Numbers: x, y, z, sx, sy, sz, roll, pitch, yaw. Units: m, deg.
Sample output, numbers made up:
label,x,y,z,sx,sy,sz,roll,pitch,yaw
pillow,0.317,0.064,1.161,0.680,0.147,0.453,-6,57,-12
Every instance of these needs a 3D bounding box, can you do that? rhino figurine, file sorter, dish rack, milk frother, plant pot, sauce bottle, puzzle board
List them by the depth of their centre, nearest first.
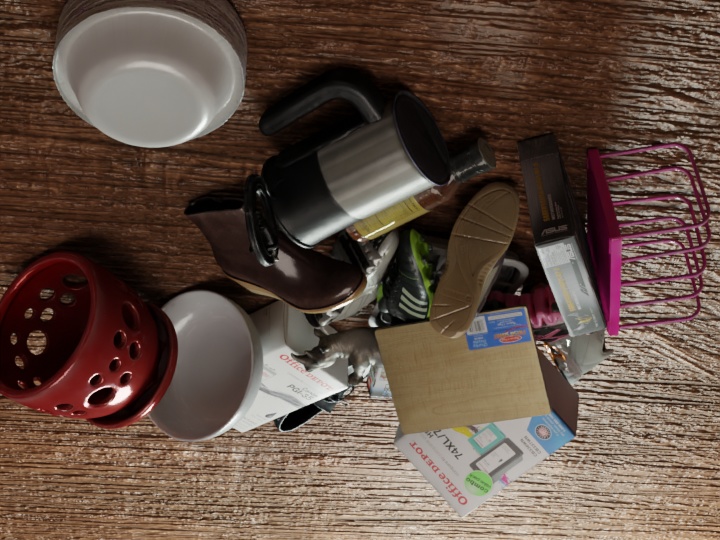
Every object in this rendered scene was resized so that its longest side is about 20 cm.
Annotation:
label,x,y,z,sx,sy,sz,roll,pitch,yaw
milk frother,-0.024,-0.097,1.471,0.188,0.200,0.180,-25,134,27
sauce bottle,0.068,-0.098,1.586,0.200,0.066,0.066,-26,137,26
file sorter,0.349,-0.040,1.620,0.125,0.139,0.200,-9,143,3
puzzle board,0.131,0.127,1.703,0.200,0.017,0.151,-10,107,16
plant pot,-0.353,0.098,1.722,0.200,0.201,0.182,-23,147,25
dish rack,0.112,0.021,1.764,0.171,0.044,0.200,8,142,-15
rhino figurine,0.005,0.108,1.781,0.200,0.060,0.087,0,137,-13

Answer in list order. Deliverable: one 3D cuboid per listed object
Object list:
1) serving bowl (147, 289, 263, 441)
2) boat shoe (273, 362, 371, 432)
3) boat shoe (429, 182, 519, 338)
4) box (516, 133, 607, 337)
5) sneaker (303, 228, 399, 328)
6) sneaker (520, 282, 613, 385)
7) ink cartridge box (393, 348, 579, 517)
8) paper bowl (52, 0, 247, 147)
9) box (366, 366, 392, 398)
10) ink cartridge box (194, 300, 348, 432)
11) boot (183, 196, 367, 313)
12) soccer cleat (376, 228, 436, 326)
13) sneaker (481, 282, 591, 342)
label,x,y,z,sx,sy,sz,roll,pitch,yaw
serving bowl,-0.204,0.128,1.781,0.200,0.200,0.066,-25,160,27
boat shoe,-0.049,0.173,1.930,0.200,0.062,0.075,-30,141,17
boat shoe,0.140,-0.013,1.641,0.072,0.200,0.065,20,-178,7
box,0.241,-0.040,1.594,0.048,0.159,0.200,-15,142,12
sneaker,0.000,0.000,1.719,0.081,0.075,0.200,-1,146,-35
sneaker,0.287,0.070,1.831,0.092,0.076,0.200,-31,136,3
ink cartridge box,0.172,0.200,1.809,0.200,0.146,0.147,-40,97,20
paper bowl,-0.220,-0.208,1.391,0.200,0.104,0.201,-1,144,-1
box,0.117,0.135,1.891,0.200,0.035,0.110,6,126,-15
ink cartridge box,-0.136,0.135,1.869,0.200,0.083,0.146,-25,138,28
boot,-0.105,-0.023,1.633,0.200,0.072,0.166,3,145,33
soccer cleat,0.057,0.019,1.670,0.081,0.068,0.200,-5,146,7
sneaker,0.217,0.069,1.728,0.200,0.079,0.095,-12,143,22
